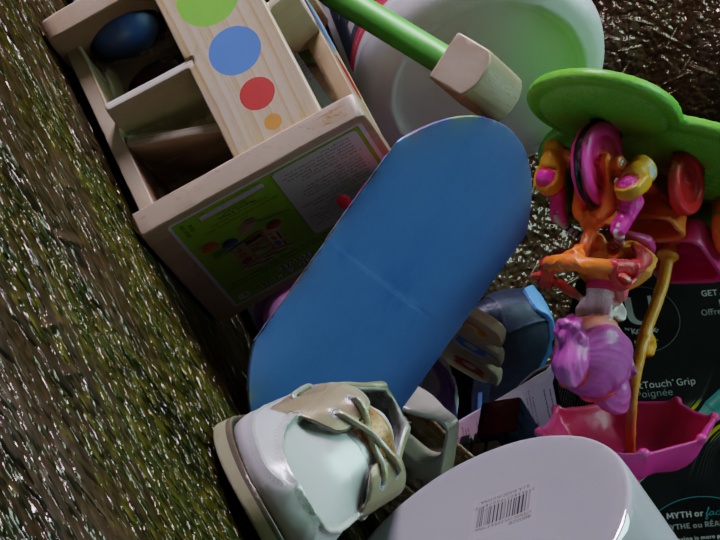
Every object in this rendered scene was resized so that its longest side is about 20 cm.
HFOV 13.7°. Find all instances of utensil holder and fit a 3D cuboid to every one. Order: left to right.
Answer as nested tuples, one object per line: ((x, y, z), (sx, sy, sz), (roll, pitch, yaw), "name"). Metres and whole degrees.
((0.101, 0.202, 1.388), (0.200, 0.170, 0.170), (56, 6, -27), "utensil holder")

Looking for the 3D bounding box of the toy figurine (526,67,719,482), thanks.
((0.141, 0.018, 1.588), (0.200, 0.150, 0.184), (40, 56, -51), "toy figurine")

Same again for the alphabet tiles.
((0.000, 0.000, 1.738), (0.196, 0.015, 0.200), (30, -15, 10), "alphabet tiles")

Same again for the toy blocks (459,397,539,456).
((0.075, 0.155, 1.730), (0.137, 0.100, 0.200), (57, 31, -41), "toy blocks")

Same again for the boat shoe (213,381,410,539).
((-0.018, 0.084, 1.374), (0.075, 0.068, 0.200), (63, 7, -8), "boat shoe")

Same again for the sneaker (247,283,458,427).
((-0.002, 0.066, 1.712), (0.200, 0.080, 0.089), (49, 18, -48), "sneaker")

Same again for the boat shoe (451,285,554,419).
((0.065, 0.086, 2.004), (0.084, 0.069, 0.200), (53, -41, 44), "boat shoe")

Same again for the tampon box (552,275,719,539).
((0.202, 0.113, 1.699), (0.126, 0.150, 0.200), (96, -12, -58), "tampon box")

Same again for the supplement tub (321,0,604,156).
((0.046, -0.163, 1.682), (0.140, 0.140, 0.200), (57, 9, -42), "supplement tub")

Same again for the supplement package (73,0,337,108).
((-0.077, -0.131, 1.751), (0.120, 0.121, 0.200), (64, 5, 24), "supplement package")

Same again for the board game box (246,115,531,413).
((0.003, 0.001, 1.509), (0.039, 0.200, 0.158), (35, 0, 31), "board game box")

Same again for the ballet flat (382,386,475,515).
((0.046, 0.112, 1.583), (0.200, 0.065, 0.071), (37, 40, 9), "ballet flat")

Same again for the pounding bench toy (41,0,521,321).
((-0.035, -0.104, 1.537), (0.156, 0.200, 0.124), (64, 5, 26), "pounding bench toy")

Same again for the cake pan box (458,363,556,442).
((0.132, 0.156, 1.862), (0.184, 0.052, 0.200), (-36, -117, 51), "cake pan box")
